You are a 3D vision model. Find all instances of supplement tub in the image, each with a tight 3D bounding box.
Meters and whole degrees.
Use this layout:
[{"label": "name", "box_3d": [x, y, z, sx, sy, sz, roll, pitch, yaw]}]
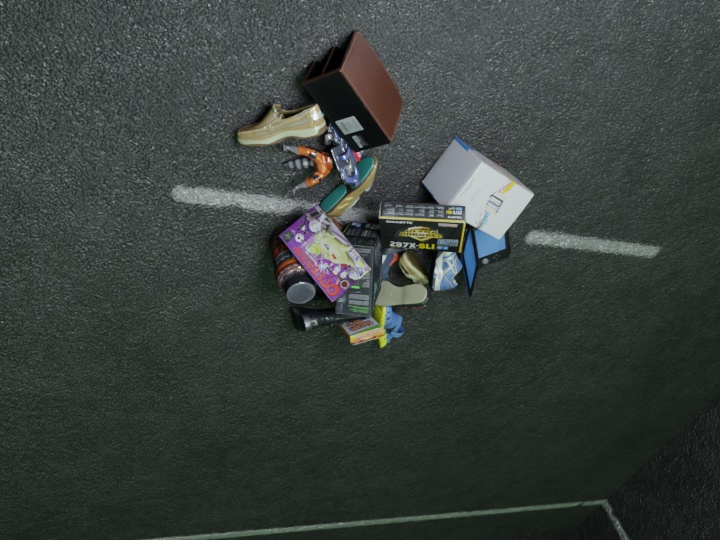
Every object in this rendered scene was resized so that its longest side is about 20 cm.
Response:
[{"label": "supplement tub", "box_3d": [-0.161, -0.013, 1.494, 0.107, 0.200, 0.107, -9, 134, -10]}]

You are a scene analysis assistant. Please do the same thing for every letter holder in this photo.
[{"label": "letter holder", "box_3d": [-0.007, -0.378, 1.287, 0.100, 0.143, 0.200, -7, 141, 36]}]

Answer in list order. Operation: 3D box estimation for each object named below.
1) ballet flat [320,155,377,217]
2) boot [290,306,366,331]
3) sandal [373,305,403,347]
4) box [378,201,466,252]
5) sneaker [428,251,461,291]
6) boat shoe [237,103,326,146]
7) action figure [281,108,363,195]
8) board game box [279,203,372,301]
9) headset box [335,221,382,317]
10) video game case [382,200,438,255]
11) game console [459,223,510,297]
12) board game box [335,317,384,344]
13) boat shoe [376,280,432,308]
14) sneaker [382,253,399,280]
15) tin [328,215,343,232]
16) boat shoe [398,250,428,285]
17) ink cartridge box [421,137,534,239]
[{"label": "ballet flat", "box_3d": [-0.016, -0.200, 1.470, 0.063, 0.069, 0.200, 19, 133, -42]}, {"label": "boot", "box_3d": [-0.083, 0.119, 1.704, 0.199, 0.165, 0.066, -14, 103, -21]}, {"label": "sandal", "box_3d": [0.085, 0.149, 1.824, 0.087, 0.080, 0.200, -16, 143, -9]}, {"label": "box", "box_3d": [0.147, -0.102, 1.456, 0.199, 0.050, 0.160, 4, 158, 6]}, {"label": "sneaker", "box_3d": [0.232, -0.038, 1.632, 0.077, 0.076, 0.201, 2, 119, -6]}, {"label": "boat shoe", "box_3d": [-0.173, -0.316, 1.284, 0.199, 0.072, 0.076, -8, 128, 12]}, {"label": "action figure", "box_3d": [-0.081, -0.278, 1.375, 0.193, 0.105, 0.201, -16, 106, -12]}, {"label": "board game box", "box_3d": [-0.081, -0.041, 1.410, 0.120, 0.200, 0.032, -41, 174, 7]}, {"label": "headset box", "box_3d": [0.000, 0.000, 1.531, 0.092, 0.174, 0.201, 5, 114, 9]}, {"label": "video game case", "box_3d": [0.156, -0.116, 1.599, 0.199, 0.019, 0.143, -12, 136, -27]}, {"label": "game console", "box_3d": [0.349, -0.050, 1.690, 0.170, 0.119, 0.200, -20, 136, 1]}, {"label": "board game box", "box_3d": [-0.007, 0.155, 1.708, 0.095, 0.200, 0.030, -14, 110, -15]}, {"label": "boat shoe", "box_3d": [0.104, 0.072, 1.711, 0.201, 0.074, 0.063, 1, 162, 30]}, {"label": "sneaker", "box_3d": [0.036, 0.018, 1.681, 0.084, 0.075, 0.200, 15, 129, -34]}, {"label": "tin", "box_3d": [-0.076, -0.061, 1.523, 0.042, 0.112, 0.200, 0, 157, 18]}, {"label": "boat shoe", "box_3d": [0.140, 0.003, 1.674, 0.063, 0.073, 0.201, -28, 161, 11]}, {"label": "ink cartridge box", "box_3d": [0.289, -0.200, 1.499, 0.200, 0.147, 0.145, 22, 114, -34]}]
